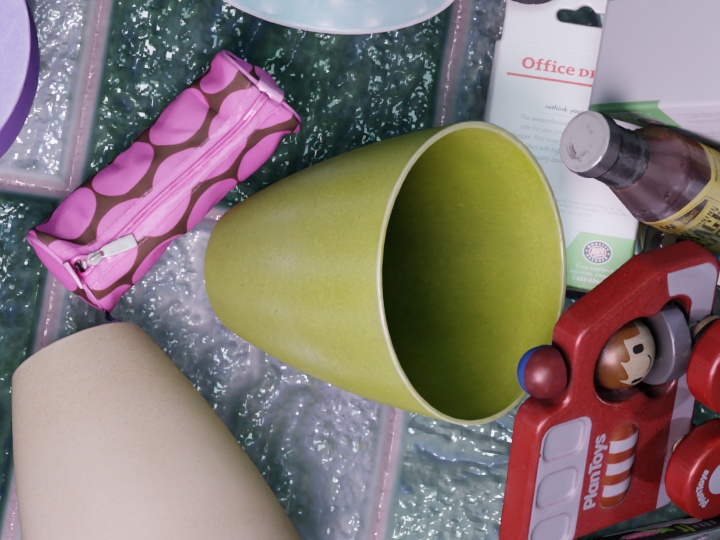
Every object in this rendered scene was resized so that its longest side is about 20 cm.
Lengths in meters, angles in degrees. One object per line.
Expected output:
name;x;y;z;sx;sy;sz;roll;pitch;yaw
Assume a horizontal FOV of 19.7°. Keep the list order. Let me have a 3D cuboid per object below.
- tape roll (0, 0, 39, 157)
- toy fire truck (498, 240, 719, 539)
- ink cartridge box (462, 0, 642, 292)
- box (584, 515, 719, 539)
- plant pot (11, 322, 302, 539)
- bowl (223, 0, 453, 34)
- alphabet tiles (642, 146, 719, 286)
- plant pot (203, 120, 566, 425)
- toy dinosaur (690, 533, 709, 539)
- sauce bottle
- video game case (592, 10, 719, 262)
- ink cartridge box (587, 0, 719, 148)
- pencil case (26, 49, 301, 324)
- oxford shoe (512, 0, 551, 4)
tape roll;-0.318;-0.148;1.391;0.198;0.085;0.202;0;86;-6
toy fire truck;0.168;0.085;1.336;0.167;0.112;0.201;-16;126;-33
ink cartridge box;0.141;-0.089;1.420;0.116;0.067;0.202;9;89;6
box;0.212;0.246;1.387;0.198;0.124;0.150;-12;86;-5
plant pot;-0.148;0.143;1.351;0.186;0.187;0.201;-22;74;-6
bowl;-0.020;-0.253;1.384;0.199;0.201;0.106;11;66;-4
alphabet tiles;0.281;-0.016;1.447;0.166;0.008;0.202;13;86;-3
plant pot;0.000;0.000;1.346;0.186;0.199;0.189;-1;92;-48
toy dinosaur;0.244;0.211;1.293;0.199;0.086;0.136;-25;82;-12
sauce bottle;0.205;-0.056;1.355;0.199;0.066;0.067;18;83;-42
video game case;0.266;-0.099;1.466;0.180;0.023;0.202;-8;87;-5
ink cartridge box;0.272;-0.123;1.342;0.199;0.145;0.088;14;84;-31
pencil case;-0.128;-0.060;1.396;0.091;0.094;0.200;44;83;0
oxford shoe;0.090;-0.278;1.405;0.072;0.085;0.201;-21;55;-17
